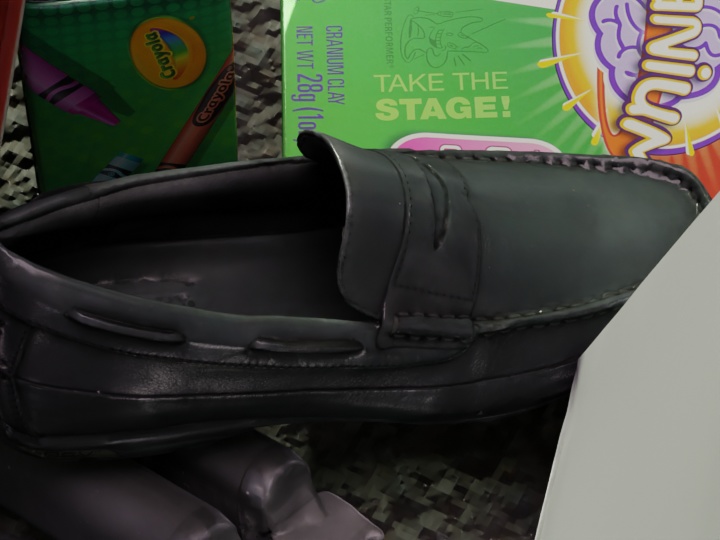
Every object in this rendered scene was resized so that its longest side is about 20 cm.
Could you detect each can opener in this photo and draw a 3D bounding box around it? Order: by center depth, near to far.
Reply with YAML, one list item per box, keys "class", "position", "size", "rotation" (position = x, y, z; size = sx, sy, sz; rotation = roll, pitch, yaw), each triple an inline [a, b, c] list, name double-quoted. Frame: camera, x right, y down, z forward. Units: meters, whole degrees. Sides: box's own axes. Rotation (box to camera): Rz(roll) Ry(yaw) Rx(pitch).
- class: "can opener"
  position: [-0.037, 0.076, 0.707]
  size: [0.199, 0.067, 0.053]
  rotation: [27, 48, 33]

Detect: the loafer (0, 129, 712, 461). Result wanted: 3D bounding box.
- class: "loafer"
  position: [0.000, 0.000, 0.687]
  size: [0.199, 0.071, 0.068]
  rotation: [-9, 51, -14]

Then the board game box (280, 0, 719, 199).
- class: "board game box"
  position: [0.076, -0.057, 0.796]
  size: [0.199, 0.040, 0.154]
  rotation: [-3, 56, 0]

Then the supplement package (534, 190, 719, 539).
- class: "supplement package"
  position: [0.143, 0.099, 0.595]
  size: [0.199, 0.147, 0.192]
  rotation: [21, 57, -7]

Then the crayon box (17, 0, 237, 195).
- class: "crayon box"
  position: [-0.075, -0.117, 0.792]
  size: [0.058, 0.119, 0.201]
  rotation: [-7, 56, -6]

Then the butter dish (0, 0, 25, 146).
- class: "butter dish"
  position: [-0.169, -0.080, 0.681]
  size: [0.147, 0.199, 0.201]
  rotation: [14, 78, -26]
